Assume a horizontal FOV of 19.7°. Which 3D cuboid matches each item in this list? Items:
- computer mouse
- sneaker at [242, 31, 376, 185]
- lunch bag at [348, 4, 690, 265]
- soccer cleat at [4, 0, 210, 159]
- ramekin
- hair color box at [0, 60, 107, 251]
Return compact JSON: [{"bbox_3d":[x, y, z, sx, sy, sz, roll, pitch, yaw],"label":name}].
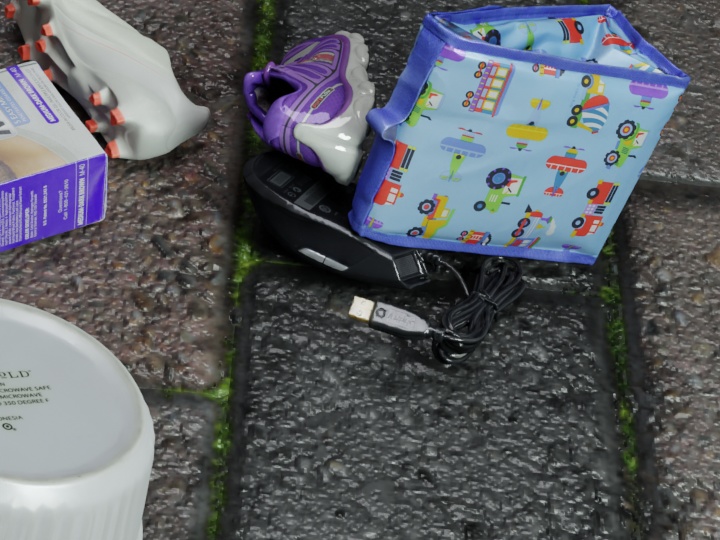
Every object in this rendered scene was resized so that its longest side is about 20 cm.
[{"bbox_3d":[0.000,0.000,1.319,0.199,0.046,0.141,26,30,4],"label":"computer mouse"},{"bbox_3d":[-0.039,-0.121,1.380,0.083,0.081,0.200,16,14,-10],"label":"sneaker"},{"bbox_3d":[0.086,-0.086,1.317,0.199,0.151,0.094,-2,39,-39],"label":"lunch bag"},{"bbox_3d":[-0.181,-0.151,1.449,0.077,0.070,0.200,-18,55,-34],"label":"soccer cleat"},{"bbox_3d":[-0.201,0.097,1.106,0.201,0.095,0.203,17,31,-11],"label":"ramekin"},{"bbox_3d":[-0.275,-0.059,1.328,0.199,0.065,0.109,-20,50,-27],"label":"hair color box"}]
